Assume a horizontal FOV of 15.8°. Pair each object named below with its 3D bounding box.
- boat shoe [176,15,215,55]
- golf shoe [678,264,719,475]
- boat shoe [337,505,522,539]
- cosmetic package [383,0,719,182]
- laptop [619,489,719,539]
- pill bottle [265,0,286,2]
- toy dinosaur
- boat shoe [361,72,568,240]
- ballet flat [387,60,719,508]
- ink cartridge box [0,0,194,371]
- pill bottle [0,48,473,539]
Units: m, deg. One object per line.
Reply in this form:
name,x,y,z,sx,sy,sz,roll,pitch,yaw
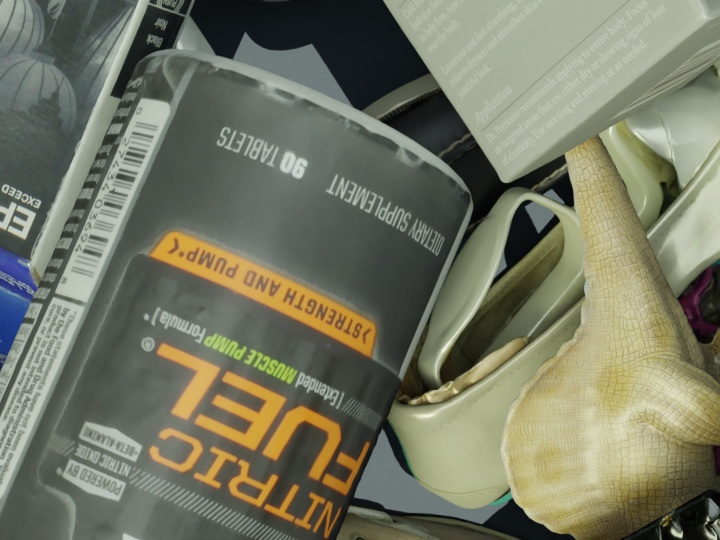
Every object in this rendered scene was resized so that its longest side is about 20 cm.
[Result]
boat shoe,-0.094,-0.100,0.822,0.060,0.076,0.201,-21,87,-15
golf shoe,0.110,0.083,0.828,0.072,0.092,0.201,-17,68,30
boat shoe,-0.010,0.107,0.820,0.199,0.065,0.073,14,87,0
cosmetic package,0.035,-0.138,0.693,0.090,0.107,0.201,-27,85,-35
laptop,0.152,0.114,0.718,0.177,0.200,0.103,51,43,-3
pill bottle,-0.032,-0.195,0.812,0.112,0.112,0.201,-28,88,-2
toy dinosaur,0.088,0.035,0.734,0.101,0.058,0.201,-4,99,-6
boat shoe,0.000,0.000,0.814,0.199,0.073,0.063,-30,58,1
ballet flat,0.079,-0.016,0.783,0.069,0.069,0.200,41,86,1
ink cartridge box,-0.106,-0.072,0.763,0.099,0.039,0.201,24,97,19
pill bottle,-0.052,0.049,0.722,0.106,0.106,0.201,23,83,0
